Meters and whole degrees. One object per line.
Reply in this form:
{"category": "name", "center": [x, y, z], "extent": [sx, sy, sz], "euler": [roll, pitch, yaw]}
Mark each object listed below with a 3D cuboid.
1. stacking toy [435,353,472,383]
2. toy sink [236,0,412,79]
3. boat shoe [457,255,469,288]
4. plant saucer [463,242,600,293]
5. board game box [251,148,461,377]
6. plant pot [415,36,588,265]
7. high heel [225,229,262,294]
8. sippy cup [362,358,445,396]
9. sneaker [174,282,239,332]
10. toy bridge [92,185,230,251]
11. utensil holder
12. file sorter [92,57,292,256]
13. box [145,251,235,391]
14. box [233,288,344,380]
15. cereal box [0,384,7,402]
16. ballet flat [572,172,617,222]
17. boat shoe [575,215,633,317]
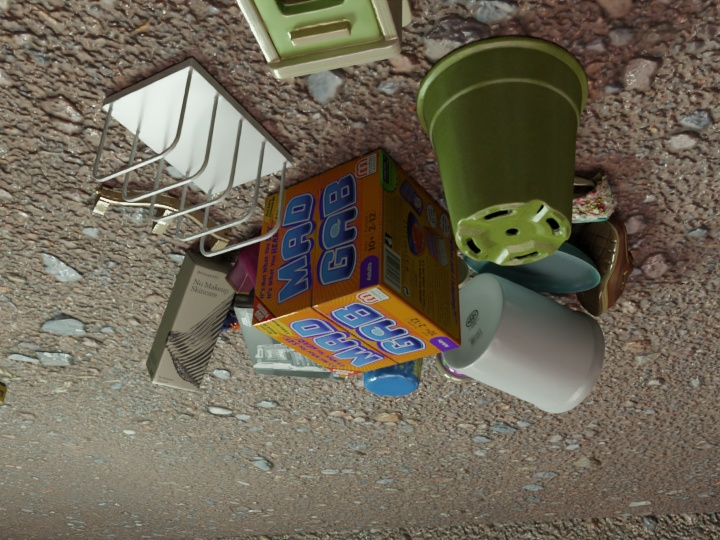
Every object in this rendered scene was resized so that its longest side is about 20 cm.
{"category": "stacking toy", "center": [0.197, 0.115, 1.385], "extent": [0.085, 0.086, 0.201], "euler": [7, 142, -9]}
{"category": "toy sink", "center": [-0.033, -0.255, 0.716], "extent": [0.129, 0.113, 0.200], "euler": [-6, 149, 13]}
{"category": "boat shoe", "center": [0.077, 0.013, 1.218], "extent": [0.198, 0.075, 0.068], "euler": [-3, 156, 22]}
{"category": "plant saucer", "center": [0.251, -0.013, 1.155], "extent": [0.198, 0.028, 0.200], "euler": [13, 163, 4]}
{"category": "board game box", "center": [0.000, 0.000, 1.061], "extent": [0.199, 0.201, 0.200], "euler": [-19, 144, 30]}
{"category": "plant pot", "center": [0.162, -0.116, 0.869], "extent": [0.198, 0.191, 0.201], "euler": [1, 149, 0]}
{"category": "high heel", "center": [-0.106, 0.033, 1.140], "extent": [0.096, 0.200, 0.067], "euler": [-52, 155, 13]}
{"category": "sippy cup", "center": [0.054, 0.144, 1.375], "extent": [0.177, 0.131, 0.139], "euler": [-23, 143, 34]}
{"category": "sneaker", "center": [-0.226, 0.078, 1.324], "extent": [0.199, 0.079, 0.075], "euler": [21, 145, -29]}
{"category": "toy bridge", "center": [-0.276, -0.079, 1.111], "extent": [0.199, 0.027, 0.067], "euler": [19, 143, -28]}
{"category": "utensil holder", "center": [0.249, 0.111, 1.231], "extent": [0.199, 0.171, 0.170], "euler": [24, 143, -22]}
{"category": "file sorter", "center": [-0.196, -0.121, 0.940], "extent": [0.138, 0.125, 0.200], "euler": [-15, 146, 26]}
{"category": "box", "center": [-0.261, 0.080, 1.223], "extent": [0.082, 0.068, 0.201], "euler": [16, 102, -27]}
{"category": "box", "center": [-0.107, 0.101, 1.266], "extent": [0.156, 0.050, 0.201], "euler": [3, 142, 6]}
{"category": "cereal box", "center": [-0.885, 0.247, 1.679], "extent": [0.198, 0.040, 0.144], "euler": [-5, 149, 11]}
{"category": "ballet flat", "center": [0.237, -0.093, 1.043], "extent": [0.198, 0.076, 0.064], "euler": [-7, 118, 6]}
{"category": "boat shoe", "center": [0.367, -0.014, 1.168], "extent": [0.067, 0.072, 0.201], "euler": [-29, 143, -13]}
